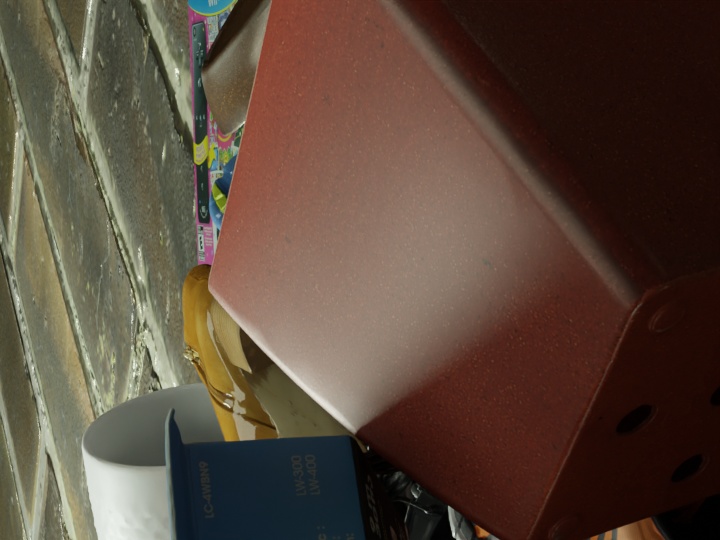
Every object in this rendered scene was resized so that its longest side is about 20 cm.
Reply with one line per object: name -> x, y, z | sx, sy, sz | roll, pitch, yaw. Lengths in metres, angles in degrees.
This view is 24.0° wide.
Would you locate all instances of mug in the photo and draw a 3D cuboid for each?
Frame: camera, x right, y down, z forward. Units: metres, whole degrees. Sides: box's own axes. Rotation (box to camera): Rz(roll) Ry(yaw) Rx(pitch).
mug -> -0.106, 0.179, 1.219 | 0.200, 0.147, 0.176 | -63, -32, -69

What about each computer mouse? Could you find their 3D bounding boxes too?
computer mouse -> 0.021, 0.108, 0.815 | 0.034, 0.200, 0.059 | 34, 94, 28

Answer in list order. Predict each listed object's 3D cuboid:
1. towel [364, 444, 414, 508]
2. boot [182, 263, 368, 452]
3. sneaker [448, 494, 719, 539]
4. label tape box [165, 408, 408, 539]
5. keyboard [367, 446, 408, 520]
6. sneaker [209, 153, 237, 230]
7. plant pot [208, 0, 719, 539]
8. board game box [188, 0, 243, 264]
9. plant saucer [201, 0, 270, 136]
towel -> 0.008, 0.064, 1.027 | 0.191, 0.032, 0.201 | -152, 62, -67
boot -> -0.046, 0.093, 0.956 | 0.144, 0.070, 0.202 | -164, 57, -73
sneaker -> 0.109, 0.106, 0.722 | 0.200, 0.077, 0.113 | 47, 128, 52
label tape box -> -0.014, 0.142, 0.620 | 0.200, 0.066, 0.144 | 70, -170, -65
keyboard -> 0.000, 0.124, 0.982 | 0.200, 0.020, 0.128 | -134, 42, -60
sneaker -> 0.000, 0.000, 0.918 | 0.200, 0.083, 0.071 | 41, 101, 36
plant pot -> 0.084, -0.019, 0.612 | 0.176, 0.199, 0.200 | 55, 144, 34
board game box -> -0.070, -0.101, 1.168 | 0.147, 0.064, 0.201 | -172, 81, -69
plant saucer -> -0.032, -0.167, 0.945 | 0.200, 0.034, 0.200 | -51, 14, 18
